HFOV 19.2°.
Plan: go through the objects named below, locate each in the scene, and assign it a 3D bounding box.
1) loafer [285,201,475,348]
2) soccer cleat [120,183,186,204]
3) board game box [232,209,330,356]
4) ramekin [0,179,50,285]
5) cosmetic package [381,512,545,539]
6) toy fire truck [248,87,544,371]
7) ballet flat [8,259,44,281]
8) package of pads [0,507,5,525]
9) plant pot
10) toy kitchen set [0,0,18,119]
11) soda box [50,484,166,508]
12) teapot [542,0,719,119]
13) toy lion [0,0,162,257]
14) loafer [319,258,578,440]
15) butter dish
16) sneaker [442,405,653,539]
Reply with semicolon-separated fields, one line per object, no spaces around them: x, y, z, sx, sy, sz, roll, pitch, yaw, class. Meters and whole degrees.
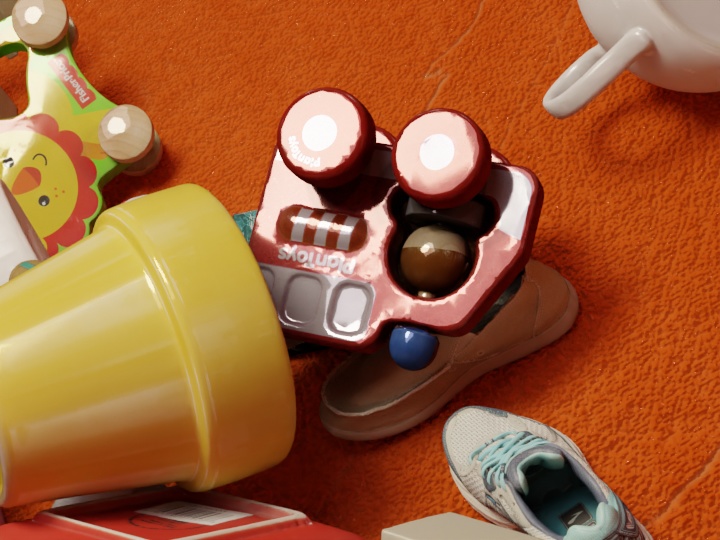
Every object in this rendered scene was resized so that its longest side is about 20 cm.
0.000;0.000;1.520;0.199;0.068;0.076;-16;53;-1;loafer
-0.162;0.009;1.660;0.085;0.069;0.200;-24;38;18;soccer cleat
-0.015;-0.003;1.598;0.199;0.028;0.136;-11;49;25;board game box
-0.278;0.024;1.629;0.097;0.201;0.201;-28;41;-4;ramekin
0.105;0.218;1.251;0.200;0.073;0.104;14;104;41;cosmetic package
0.018;-0.021;1.437;0.199;0.112;0.169;12;81;19;toy fire truck
-0.209;0.077;1.537;0.068;0.201;0.063;-26;35;-27;ballet flat
-0.324;0.126;1.556;0.075;0.200;0.121;-25;40;-11;package of pads
-0.168;0.063;1.398;0.188;0.201;0.201;-18;37;-21;plant pot
-0.348;-0.154;1.829;0.163;0.200;0.181;-23;43;15;toy kitchen set
-0.202;0.229;1.483;0.068;0.063;0.200;5;55;38;soda box
0.227;-0.208;1.544;0.146;0.199;0.198;149;119;-64;teapot
-0.278;-0.103;1.779;0.191;0.069;0.200;-36;81;-5;toy lion
0.052;0.046;1.481;0.200;0.068;0.076;-31;40;3;loafer
-0.122;0.227;1.376;0.200;0.199;0.148;6;99;45;butter dish
0.114;0.130;1.349;0.078;0.086;0.200;-42;42;-9;sneaker
